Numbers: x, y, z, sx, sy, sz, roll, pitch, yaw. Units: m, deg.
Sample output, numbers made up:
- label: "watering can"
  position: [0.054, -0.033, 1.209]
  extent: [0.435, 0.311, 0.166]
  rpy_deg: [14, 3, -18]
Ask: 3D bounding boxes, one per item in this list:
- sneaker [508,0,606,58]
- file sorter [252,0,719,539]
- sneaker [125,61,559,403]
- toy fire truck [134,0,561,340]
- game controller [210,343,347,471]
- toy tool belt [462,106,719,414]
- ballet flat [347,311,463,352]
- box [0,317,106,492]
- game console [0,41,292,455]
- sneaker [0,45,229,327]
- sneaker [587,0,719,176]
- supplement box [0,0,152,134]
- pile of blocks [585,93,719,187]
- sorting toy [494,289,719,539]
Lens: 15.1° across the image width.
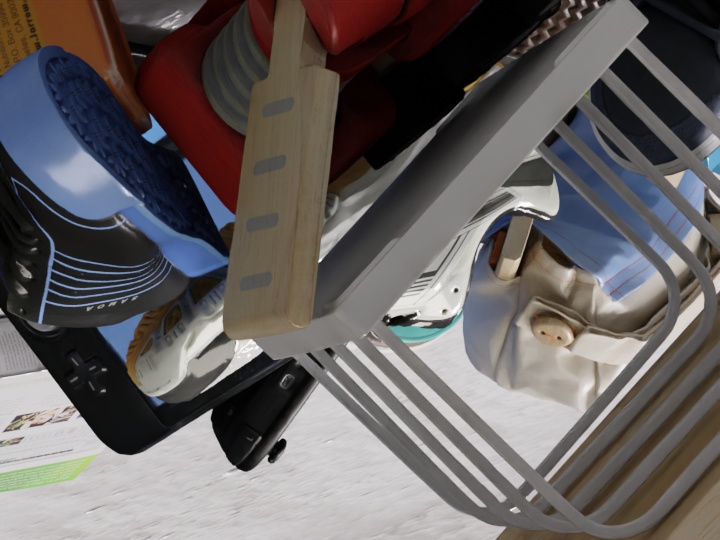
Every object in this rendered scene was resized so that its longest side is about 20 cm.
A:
- label: "sneaker"
  position: [0.116, -0.134, 1.092]
  extent: [0.199, 0.085, 0.073]
  rpy_deg: [-1, 145, 12]
- label: "file sorter"
  position: [0.063, 0.010, 0.953]
  extent: [0.139, 0.125, 0.200]
  rpy_deg: [-47, -175, -9]
- label: "sneaker"
  position: [0.000, 0.000, 1.089]
  extent: [0.200, 0.088, 0.076]
  rpy_deg: [-39, -161, -13]
- label: "toy fire truck"
  position: [-0.018, -0.061, 0.935]
  extent: [0.200, 0.129, 0.176]
  rpy_deg: [-38, 178, -38]
- label: "game controller"
  position: [-0.002, 0.002, 1.251]
  extent: [0.200, 0.042, 0.104]
  rpy_deg: [-54, 179, 10]
- label: "toy tool belt"
  position: [0.115, -0.041, 1.262]
  extent: [0.124, 0.200, 0.123]
  rpy_deg: [16, 142, 24]
- label: "ballet flat"
  position: [-0.020, 0.014, 1.401]
  extent: [0.069, 0.070, 0.200]
  rpy_deg: [-31, 169, 32]
- label: "box"
  position: [-0.185, 0.074, 1.449]
  extent: [0.144, 0.037, 0.200]
  rpy_deg: [-9, 158, -33]
- label: "game console"
  position: [-0.113, -0.004, 1.161]
  extent: [0.200, 0.176, 0.116]
  rpy_deg: [-32, -172, 36]
- label: "sneaker"
  position: [-0.105, -0.018, 0.969]
  extent: [0.078, 0.070, 0.200]
  rpy_deg: [-29, 162, 4]
- label: "sneaker"
  position: [0.124, -0.137, 0.962]
  extent: [0.203, 0.077, 0.146]
  rpy_deg: [-62, 157, 3]
- label: "supplement box"
  position: [-0.183, -0.054, 1.004]
  extent: [0.199, 0.069, 0.067]
  rpy_deg: [-22, 162, 1]
- label: "pile of blocks"
  position: [0.137, -0.084, 1.199]
  extent: [0.200, 0.062, 0.082]
  rpy_deg: [14, 107, -57]
- label: "sorting toy"
  position: [0.132, 0.079, 0.953]
  extent: [0.200, 0.070, 0.199]
  rpy_deg: [-46, -175, -14]
